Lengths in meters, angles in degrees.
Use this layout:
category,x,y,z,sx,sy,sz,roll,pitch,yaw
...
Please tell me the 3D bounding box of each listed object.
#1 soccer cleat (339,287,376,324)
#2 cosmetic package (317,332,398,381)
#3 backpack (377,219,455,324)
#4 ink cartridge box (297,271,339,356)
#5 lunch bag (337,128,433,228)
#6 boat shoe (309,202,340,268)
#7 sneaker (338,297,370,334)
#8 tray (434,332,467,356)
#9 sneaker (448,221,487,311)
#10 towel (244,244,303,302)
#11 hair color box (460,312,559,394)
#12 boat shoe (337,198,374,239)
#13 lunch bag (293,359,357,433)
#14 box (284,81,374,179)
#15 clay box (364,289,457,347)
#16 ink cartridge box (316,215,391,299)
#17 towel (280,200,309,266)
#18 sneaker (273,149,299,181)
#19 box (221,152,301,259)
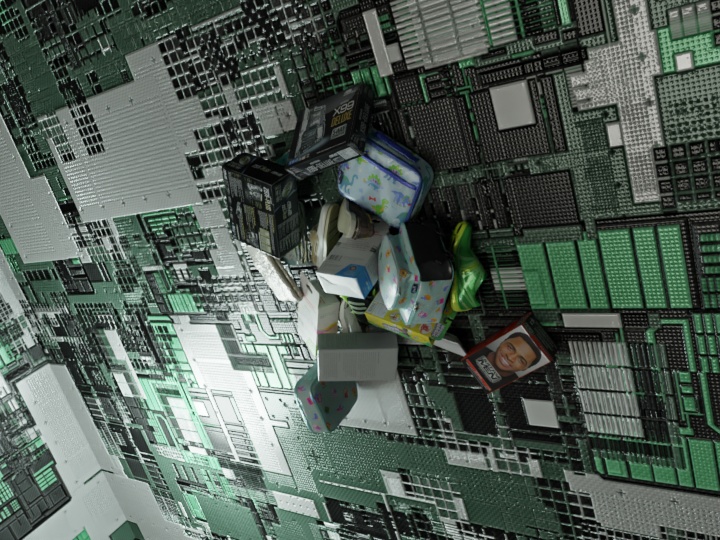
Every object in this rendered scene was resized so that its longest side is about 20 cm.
category,x,y,z,sx,sy,sz,roll,pitch,yaw
soccer cleat,0.010,0.071,1.642,0.080,0.068,0.200,-7,145,29
cosmetic package,-0.008,0.215,1.715,0.197,0.072,0.103,0,122,-3
backpack,0.117,0.017,1.471,0.202,0.151,0.177,87,170,-46
ink cartridge box,-0.108,0.104,1.773,0.117,0.067,0.202,48,143,44
lunch bag,0.051,-0.203,1.486,0.199,0.082,0.162,36,130,15
boat shoe,-0.091,-0.081,1.671,0.068,0.075,0.202,24,131,22
sneaker,-0.013,0.127,1.748,0.078,0.074,0.203,4,120,14
tray,0.160,0.149,1.621,0.198,0.022,0.107,19,164,29
sneaker,0.230,-0.011,1.477,0.082,0.074,0.203,-2,111,2
towel,-0.227,-0.001,1.775,0.201,0.034,0.132,57,158,-14
hair color box,0.325,0.185,1.511,0.102,0.061,0.200,51,134,3
boat shoe,-0.012,-0.113,1.542,0.059,0.200,0.073,10,104,-12
lunch bag,-0.090,0.321,1.830,0.076,0.200,0.162,-17,105,32
box,-0.066,-0.296,1.473,0.198,0.160,0.050,-12,149,43
clay box,0.123,0.097,1.577,0.198,0.115,0.048,20,150,28
ink cartridge box,0.002,-0.035,1.557,0.115,0.201,0.067,8,138,35
towel,-0.207,-0.110,1.751,0.199,0.048,0.174,17,122,44
sneaker,-0.198,-0.233,1.663,0.199,0.080,0.078,-19,103,42
box,-0.232,-0.154,1.623,0.162,0.086,0.202,23,132,30
